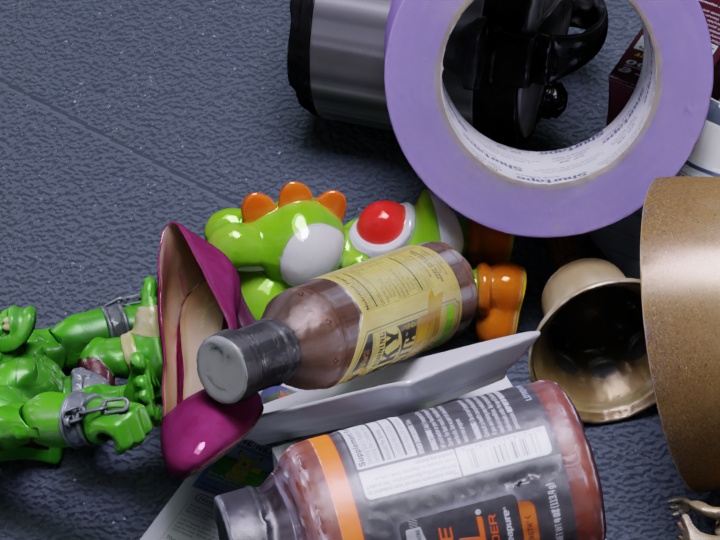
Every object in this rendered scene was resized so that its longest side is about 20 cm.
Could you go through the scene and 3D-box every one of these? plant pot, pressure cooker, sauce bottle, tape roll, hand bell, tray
[{"bbox_3d":[0.280,0.024,1.610,0.199,0.187,0.187,-8,43,17],"label":"plant pot"},{"bbox_3d":[0.065,-0.172,1.854,0.199,0.179,0.176,12,65,12],"label":"pressure cooker"},{"bbox_3d":[-0.014,0.033,1.618,0.065,0.065,0.200,35,35,30],"label":"sauce bottle"},{"bbox_3d":[0.113,-0.127,1.707,0.199,0.201,0.085,0,17,1],"label":"tape roll"},{"bbox_3d":[0.131,-0.004,1.762,0.104,0.104,0.200,-9,35,-8],"label":"hand bell"},{"bbox_3d":[0.008,0.072,1.604,0.107,0.022,0.200,-18,1,-38],"label":"tray"}]

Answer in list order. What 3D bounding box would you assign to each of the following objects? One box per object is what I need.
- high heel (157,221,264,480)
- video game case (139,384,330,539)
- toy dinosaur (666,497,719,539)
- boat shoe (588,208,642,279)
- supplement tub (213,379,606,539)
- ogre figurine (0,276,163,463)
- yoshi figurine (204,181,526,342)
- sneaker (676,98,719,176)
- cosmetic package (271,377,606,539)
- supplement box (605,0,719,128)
[{"bbox_3d":[-0.103,0.047,1.621,0.067,0.096,0.200,-31,16,13],"label":"high heel"},{"bbox_3d":[-0.014,0.158,1.637,0.199,0.022,0.182,20,49,20],"label":"video game case"},{"bbox_3d":[0.225,0.161,1.556,0.101,0.058,0.200,-5,25,-19],"label":"toy dinosaur"},{"bbox_3d":[0.233,-0.010,1.774,0.200,0.074,0.067,30,23,33],"label":"boat shoe"},{"bbox_3d":[0.025,0.132,1.504,0.199,0.107,0.107,-14,47,-8],"label":"supplement tub"},{"bbox_3d":[-0.175,0.067,1.672,0.119,0.098,0.200,-10,38,4],"label":"ogre figurine"},{"bbox_3d":[-0.003,0.009,1.751,0.199,0.112,0.113,6,81,-10],"label":"yoshi figurine"},{"bbox_3d":[0.279,-0.080,1.780,0.073,0.071,0.200,33,25,35],"label":"sneaker"},{"bbox_3d":[0.054,0.160,1.583,0.150,0.052,0.200,-19,48,-13],"label":"cosmetic package"},{"bbox_3d":[0.228,-0.141,1.862,0.061,0.109,0.200,22,51,19],"label":"supplement box"}]
